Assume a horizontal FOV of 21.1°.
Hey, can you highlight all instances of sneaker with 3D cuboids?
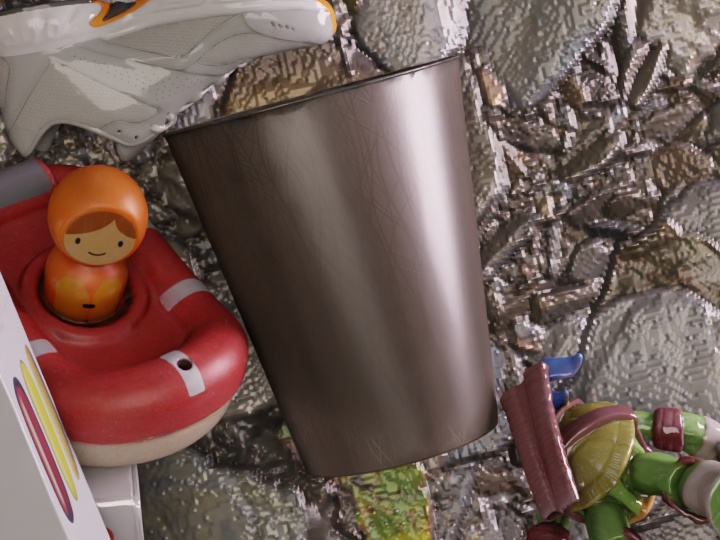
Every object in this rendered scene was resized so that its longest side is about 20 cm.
[{"bbox_3d":[-0.110,-0.111,1.085,0.198,0.076,0.093,-7,97,2],"label":"sneaker"}]

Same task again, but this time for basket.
[{"bbox_3d":[0.000,0.000,1.059,0.179,0.136,0.202,-19,98,-33],"label":"basket"}]

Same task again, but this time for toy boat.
[{"bbox_3d":[-0.141,0.001,1.008,0.130,0.131,0.200,-24,58,-34],"label":"toy boat"}]

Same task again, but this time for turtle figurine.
[{"bbox_3d":[0.161,0.146,1.035,0.143,0.194,0.202,-11,101,-11],"label":"turtle figurine"}]

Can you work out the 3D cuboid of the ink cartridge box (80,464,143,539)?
[{"bbox_3d":[-0.213,0.164,1.031,0.198,0.084,0.146,-4,121,-6],"label":"ink cartridge box"}]

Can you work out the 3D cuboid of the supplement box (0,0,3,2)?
[{"bbox_3d":[-0.302,-0.141,1.044,0.200,0.103,0.131,-43,93,-5],"label":"supplement box"}]

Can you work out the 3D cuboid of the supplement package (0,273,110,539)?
[{"bbox_3d":[-0.188,0.114,0.905,0.109,0.114,0.201,-21,103,-1],"label":"supplement package"}]
